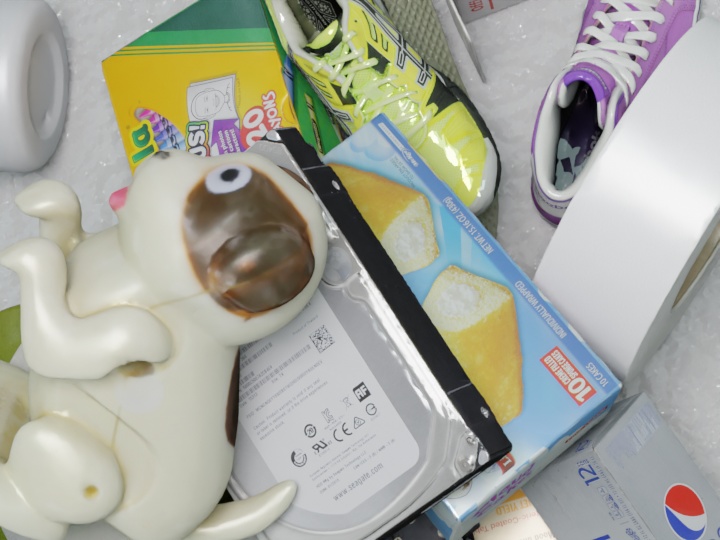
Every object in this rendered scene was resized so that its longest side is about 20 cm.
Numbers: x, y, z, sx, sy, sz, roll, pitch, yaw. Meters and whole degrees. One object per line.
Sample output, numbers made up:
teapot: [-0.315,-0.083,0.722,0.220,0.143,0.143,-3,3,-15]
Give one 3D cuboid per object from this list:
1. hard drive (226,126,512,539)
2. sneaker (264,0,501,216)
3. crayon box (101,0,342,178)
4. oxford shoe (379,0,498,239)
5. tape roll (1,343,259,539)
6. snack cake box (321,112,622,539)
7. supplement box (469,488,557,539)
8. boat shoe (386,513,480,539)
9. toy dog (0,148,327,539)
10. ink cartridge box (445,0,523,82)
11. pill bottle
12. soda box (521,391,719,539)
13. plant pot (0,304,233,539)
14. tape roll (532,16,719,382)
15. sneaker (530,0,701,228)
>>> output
hard drive: [-0.032,0.046,1.028,0.140,0.038,0.200,-37,78,25]
sneaker: [0.002,-0.106,1.161,0.075,0.076,0.200,-44,74,19]
crayon box: [-0.072,-0.063,1.209,0.119,0.058,0.201,-28,66,22]
oxford shoe: [0.032,-0.086,1.233,0.058,0.075,0.201,-21,86,46]
tape roll: [-0.101,0.099,1.088,0.202,0.037,0.203,10,55,-15]
snack cake box: [0.030,0.031,1.081,0.115,0.067,0.200,-38,76,-13]
supplement box: [0.075,0.212,1.170,0.126,0.074,0.201,-18,79,7]
boat shoe: [0.040,0.133,1.113,0.063,0.073,0.200,25,77,21]
toy dog: [-0.094,0.033,0.962,0.194,0.140,0.200,32,109,-2]
ink cartridge box: [0.063,-0.225,1.214,0.067,0.116,0.201,-20,80,6]
pill bottle: [-0.292,-0.120,1.261,0.199,0.111,0.111,4,82,10]
soda box: [0.177,0.171,1.123,0.068,0.063,0.200,-30,98,47]
plant pot: [-0.162,0.124,1.175,0.200,0.200,0.194,-12,70,8]
tape roll: [0.173,-0.040,1.126,0.071,0.202,0.203,32,88,13]
sneaker: [0.153,-0.124,1.187,0.072,0.114,0.201,16,84,13]
